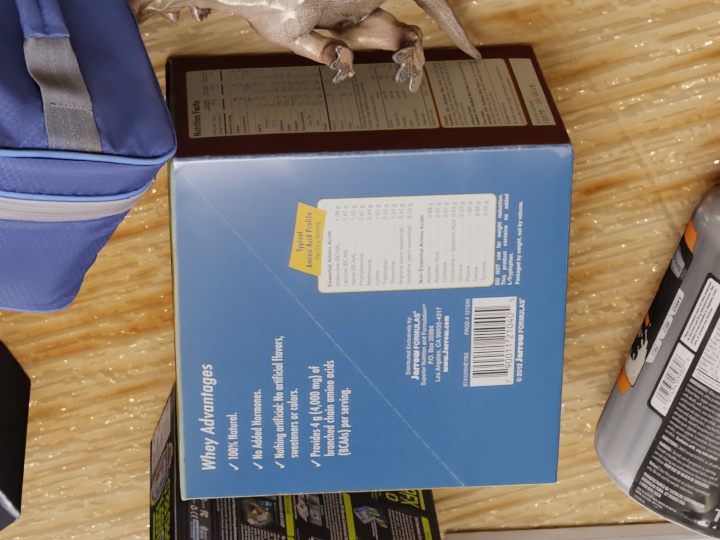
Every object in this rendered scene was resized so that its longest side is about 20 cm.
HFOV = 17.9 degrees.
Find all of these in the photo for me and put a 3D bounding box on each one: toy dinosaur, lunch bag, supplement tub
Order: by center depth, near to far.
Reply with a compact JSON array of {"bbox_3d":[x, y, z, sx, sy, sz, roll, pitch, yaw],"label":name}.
[{"bbox_3d":[-0.176,-0.096,1.077,0.135,0.201,0.132,4,141,-40],"label":"lunch bag"},{"bbox_3d":[-0.027,-0.152,1.157,0.199,0.135,0.086,0,110,-39],"label":"toy dinosaur"},{"bbox_3d":[0.217,0.037,1.254,0.122,0.123,0.201,17,113,-13],"label":"supplement tub"}]

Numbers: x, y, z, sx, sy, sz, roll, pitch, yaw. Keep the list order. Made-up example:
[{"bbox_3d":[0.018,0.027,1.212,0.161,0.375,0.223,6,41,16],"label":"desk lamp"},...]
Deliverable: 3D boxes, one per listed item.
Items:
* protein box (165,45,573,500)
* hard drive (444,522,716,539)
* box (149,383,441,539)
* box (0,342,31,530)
[{"bbox_3d":[0.000,0.000,1.208,0.199,0.135,0.199,-2,117,-4],"label":"protein box"},{"bbox_3d":[0.150,0.215,1.390,0.199,0.027,0.133,-2,116,-4],"label":"hard drive"},{"bbox_3d":[-0.034,0.148,1.243,0.160,0.200,0.044,18,114,-14],"label":"box"},{"bbox_3d":[-0.285,0.114,1.233,0.200,0.148,0.104,-34,114,12],"label":"box"}]
